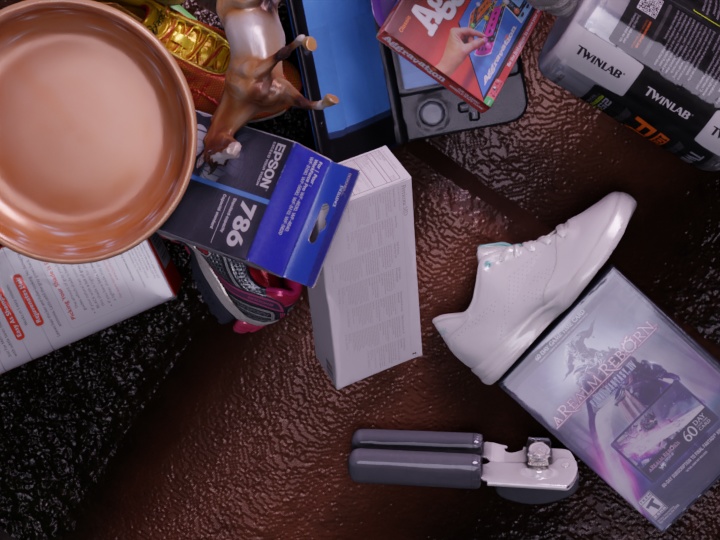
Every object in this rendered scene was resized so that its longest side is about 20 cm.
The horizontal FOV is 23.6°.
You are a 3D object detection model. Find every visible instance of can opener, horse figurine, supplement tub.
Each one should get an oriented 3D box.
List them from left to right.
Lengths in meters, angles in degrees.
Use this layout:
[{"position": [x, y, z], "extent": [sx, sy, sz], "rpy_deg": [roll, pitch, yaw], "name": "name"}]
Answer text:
[{"position": [-0.070, -0.180, 1.270], "extent": [0.050, 0.132, 0.201], "rpy_deg": [4, 77, -38], "name": "horse figurine"}, {"position": [0.089, 0.173, 1.482], "extent": [0.199, 0.053, 0.067], "rpy_deg": [5, 124, 3], "name": "can opener"}, {"position": [0.252, -0.160, 1.363], "extent": [0.200, 0.123, 0.123], "rpy_deg": [30, 103, -5], "name": "supplement tub"}]

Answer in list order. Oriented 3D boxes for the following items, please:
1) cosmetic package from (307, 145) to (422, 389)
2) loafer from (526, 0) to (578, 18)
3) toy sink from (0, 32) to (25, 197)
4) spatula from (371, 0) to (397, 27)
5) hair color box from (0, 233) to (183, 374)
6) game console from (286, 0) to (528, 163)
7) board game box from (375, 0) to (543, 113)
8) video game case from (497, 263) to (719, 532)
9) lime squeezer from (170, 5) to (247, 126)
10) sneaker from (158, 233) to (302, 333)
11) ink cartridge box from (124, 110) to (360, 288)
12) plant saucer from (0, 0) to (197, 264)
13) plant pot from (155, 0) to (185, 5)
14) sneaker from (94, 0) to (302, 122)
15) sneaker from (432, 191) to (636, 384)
[{"position": [0.000, 0.000, 1.389], "extent": [0.082, 0.051, 0.200], "rpy_deg": [-19, 135, -15], "name": "cosmetic package"}, {"position": [0.147, -0.289, 1.336], "extent": [0.070, 0.070, 0.200], "rpy_deg": [-5, 66, 28], "name": "loafer"}, {"position": [-0.287, -0.106, 1.388], "extent": [0.200, 0.130, 0.112], "rpy_deg": [-42, 99, 9], "name": "toy sink"}, {"position": [0.095, -0.226, 1.363], "extent": [0.200, 0.021, 0.057], "rpy_deg": [-12, 99, -22], "name": "spatula"}, {"position": [-0.261, 0.012, 1.451], "extent": [0.200, 0.061, 0.102], "rpy_deg": [-23, 102, 6], "name": "hair color box"}, {"position": [0.037, -0.194, 1.363], "extent": [0.170, 0.118, 0.200], "rpy_deg": [-10, 104, 5], "name": "game console"}, {"position": [0.100, -0.230, 1.343], "extent": [0.103, 0.019, 0.200], "rpy_deg": [33, 68, -11], "name": "board game box"}, {"position": [0.238, 0.111, 1.484], "extent": [0.200, 0.019, 0.143], "rpy_deg": [42, 101, -9], "name": "video game case"}, {"position": [-0.109, -0.146, 1.399], "extent": [0.071, 0.038, 0.200], "rpy_deg": [-7, 74, -35], "name": "lime squeezer"}, {"position": [-0.118, -0.046, 1.410], "extent": [0.200, 0.081, 0.075], "rpy_deg": [53, 141, -9], "name": "sneaker"}, {"position": [-0.104, -0.063, 1.314], "extent": [0.200, 0.039, 0.100], "rpy_deg": [18, 84, 29], "name": "ink cartridge box"}, {"position": [-0.219, -0.106, 1.297], "extent": [0.200, 0.037, 0.201], "rpy_deg": [1, 102, 5], "name": "plant saucer"}, {"position": [-0.189, -0.316, 1.319], "extent": [0.200, 0.200, 0.142], "rpy_deg": [27, 78, -5], "name": "plant pot"}, {"position": [-0.143, -0.169, 1.354], "extent": [0.200, 0.077, 0.073], "rpy_deg": [18, 75, 2], "name": "sneaker"}, {"position": [0.141, -0.002, 1.436], "extent": [0.088, 0.075, 0.200], "rpy_deg": [42, 103, 4], "name": "sneaker"}]
